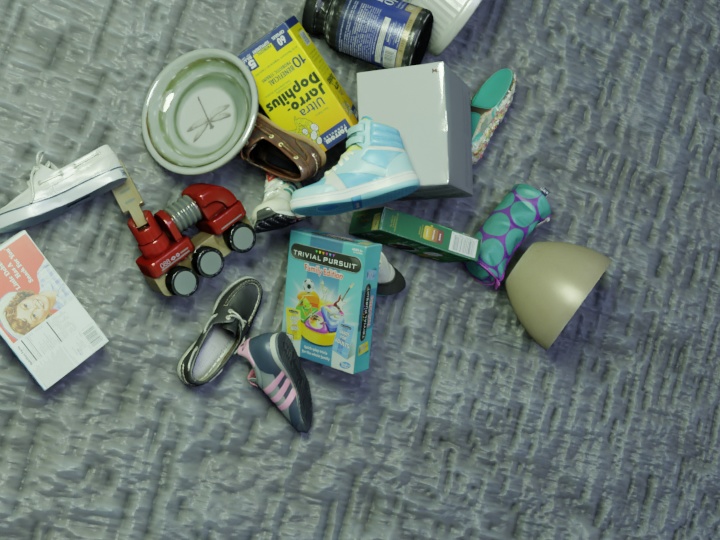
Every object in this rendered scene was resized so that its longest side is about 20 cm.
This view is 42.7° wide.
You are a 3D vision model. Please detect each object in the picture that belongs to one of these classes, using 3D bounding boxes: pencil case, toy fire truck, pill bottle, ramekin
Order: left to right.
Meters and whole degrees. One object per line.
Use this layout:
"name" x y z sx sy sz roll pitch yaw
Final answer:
"toy fire truck" -0.284 -0.087 1.392 0.176 0.128 0.201 -39 118 -22
"pill bottle" 0.010 -0.401 1.508 0.199 0.112 0.113 21 77 9
"ramekin" 0.150 -0.477 1.579 0.094 0.202 0.203 34 74 -9
"pencil case" 0.268 -0.067 1.678 0.092 0.085 0.200 37 71 10

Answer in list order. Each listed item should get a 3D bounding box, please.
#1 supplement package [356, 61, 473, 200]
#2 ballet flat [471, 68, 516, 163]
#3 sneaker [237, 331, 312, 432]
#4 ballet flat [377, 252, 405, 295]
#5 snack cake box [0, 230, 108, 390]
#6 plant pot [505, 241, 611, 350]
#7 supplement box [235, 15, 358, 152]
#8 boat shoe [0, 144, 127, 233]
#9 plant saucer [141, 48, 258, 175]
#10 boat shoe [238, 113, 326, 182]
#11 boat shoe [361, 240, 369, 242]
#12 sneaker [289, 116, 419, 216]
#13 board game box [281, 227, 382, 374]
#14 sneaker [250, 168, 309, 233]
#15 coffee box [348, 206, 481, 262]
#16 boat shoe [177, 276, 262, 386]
"supplement package" 0.094 -0.220 1.512 0.200 0.146 0.193 3 85 -71
"ballet flat" 0.227 -0.276 1.685 0.201 0.075 0.064 -56 142 -12
"sneaker" -0.134 0.181 1.478 0.070 0.081 0.201 -74 153 -55
"ballet flat" 0.000 0.000 1.544 0.198 0.069 0.068 6 53 -27
"snack cake box" -0.469 0.057 1.316 0.115 0.067 0.201 -38 105 -20
"plant pot" 0.343 0.025 1.674 0.134 0.201 0.201 37 70 12
"supplement box" -0.099 -0.287 1.466 0.108 0.110 0.201 -32 105 15
"boat shoe" -0.444 -0.128 1.322 0.201 0.075 0.087 -26 89 -6
"plant saucer" -0.239 -0.237 1.409 0.050 0.198 0.202 31 69 -68
"boat shoe" -0.152 -0.194 1.424 0.070 0.199 0.071 -46 150 -44
"boat shoe" -0.024 0.046 1.496 0.066 0.057 0.201 15 114 -18
"sneaker" -0.020 -0.160 1.391 0.198 0.080 0.132 -13 81 -9
"board game box" -0.050 0.045 1.454 0.047 0.150 0.202 -10 109 -54
"sneaker" -0.133 -0.115 1.440 0.070 0.200 0.094 -20 90 14
"coffee box" 0.093 -0.059 1.571 0.199 0.123 0.044 16 83 -24
"boat shoe" -0.213 0.095 1.446 0.074 0.060 0.200 43 71 -18
